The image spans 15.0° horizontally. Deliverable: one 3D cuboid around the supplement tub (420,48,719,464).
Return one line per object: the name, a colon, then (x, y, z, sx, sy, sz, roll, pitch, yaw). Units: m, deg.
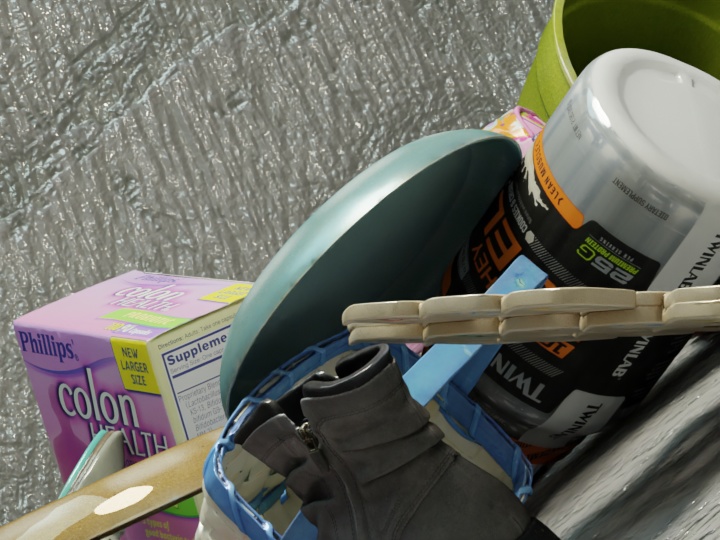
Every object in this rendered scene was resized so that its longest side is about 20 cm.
supplement tub: (0.118, -0.002, 1.379, 0.200, 0.122, 0.123, -58, -10, 34)

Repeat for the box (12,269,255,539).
box: (-0.107, 0.112, 1.671, 0.097, 0.200, 0.176, -23, 15, -30)

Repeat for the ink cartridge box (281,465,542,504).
ink cartridge box: (0.060, 0.087, 1.563, 0.146, 0.086, 0.200, -41, 2, 39)

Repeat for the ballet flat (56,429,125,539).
ballet flat: (-0.173, 0.187, 1.582, 0.200, 0.064, 0.067, -58, -5, -23)

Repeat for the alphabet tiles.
alphabet tiles: (0.097, 0.020, 1.113, 0.200, 0.015, 0.195, -5, -6, 40)

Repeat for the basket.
basket: (0.006, 0.095, 1.306, 0.176, 0.139, 0.200, -40, -10, -50)

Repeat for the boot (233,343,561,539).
boot: (-0.008, 0.112, 1.180, 0.200, 0.132, 0.070, -41, 1, 42)

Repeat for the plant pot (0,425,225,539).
plant pot: (-0.135, 0.125, 1.425, 0.200, 0.028, 0.200, -24, -3, -1)

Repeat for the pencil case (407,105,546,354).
pencil case: (0.043, -0.006, 1.541, 0.200, 0.087, 0.087, -38, 0, 10)

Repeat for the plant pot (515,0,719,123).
plant pot: (0.166, -0.058, 1.660, 0.200, 0.200, 0.193, -41, -12, -44)

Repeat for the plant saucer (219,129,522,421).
plant saucer: (0.000, 0.000, 1.365, 0.200, 0.027, 0.200, -41, -17, -15)

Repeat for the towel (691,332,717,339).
towel: (0.251, -0.036, 1.428, 0.200, 0.022, 0.147, -43, -1, -3)
